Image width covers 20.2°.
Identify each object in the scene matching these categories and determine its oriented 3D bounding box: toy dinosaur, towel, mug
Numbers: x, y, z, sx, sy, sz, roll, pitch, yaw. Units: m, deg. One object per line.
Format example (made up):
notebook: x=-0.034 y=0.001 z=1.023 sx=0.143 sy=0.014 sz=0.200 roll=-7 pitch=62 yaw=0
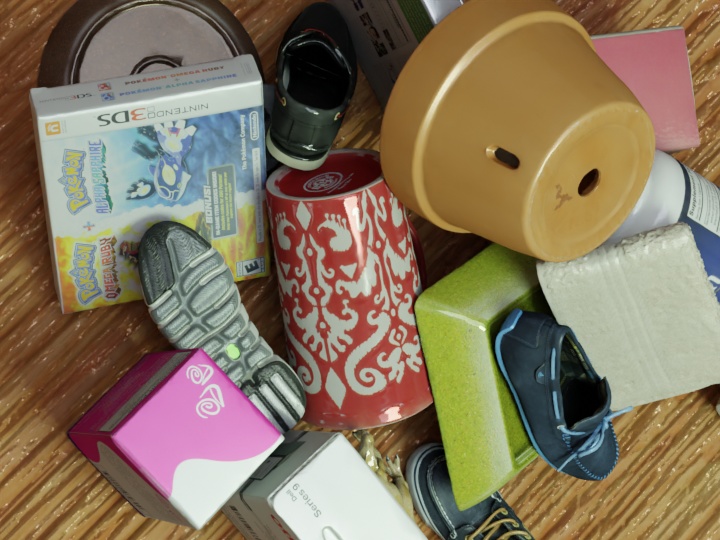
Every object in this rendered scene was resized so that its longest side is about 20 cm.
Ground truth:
toy dinosaur: x=0.025 y=0.198 z=1.697 sx=0.058 sy=0.101 sz=0.200 roll=-36 pitch=128 yaw=0
towel: x=0.234 y=0.040 z=1.680 sx=0.132 sy=0.035 sz=0.200 roll=-16 pitch=136 yaw=12
mug: x=-0.011 y=0.003 z=1.683 sx=0.132 sy=0.178 sz=0.201 roll=-9 pitch=115 yaw=2

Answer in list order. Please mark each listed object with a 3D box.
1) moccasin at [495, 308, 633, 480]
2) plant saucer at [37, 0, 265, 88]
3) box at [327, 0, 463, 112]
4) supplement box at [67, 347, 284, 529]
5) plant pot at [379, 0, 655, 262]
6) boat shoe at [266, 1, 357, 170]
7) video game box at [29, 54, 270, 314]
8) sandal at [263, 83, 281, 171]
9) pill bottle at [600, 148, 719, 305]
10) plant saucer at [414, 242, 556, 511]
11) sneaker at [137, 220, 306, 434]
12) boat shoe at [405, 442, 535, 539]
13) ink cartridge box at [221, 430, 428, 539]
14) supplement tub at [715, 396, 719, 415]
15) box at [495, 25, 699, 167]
moccasin: x=0.174 y=0.114 z=1.671 sx=0.200 sy=0.068 sz=0.081 roll=52 pitch=57 yaw=-42
plant saucer: x=-0.172 y=-0.152 z=1.709 sx=0.199 sy=0.034 sz=0.202 roll=1 pitch=86 yaw=-18
box: x=0.034 y=-0.208 z=1.689 sx=0.036 sy=0.200 sz=0.145 roll=-29 pitch=96 yaw=-16
supplement box: x=-0.151 y=0.133 z=1.613 sx=0.103 sy=0.200 sz=0.101 roll=-45 pitch=100 yaw=-14
plant pot: x=0.134 y=-0.099 z=1.569 sx=0.199 sy=0.140 sz=0.201 roll=-26 pitch=136 yaw=-28
boat shoe: x=-0.035 y=-0.167 z=1.684 sx=0.073 sy=0.063 sz=0.202 roll=16 pitch=38 yaw=-6
video game box: x=-0.166 y=-0.068 z=1.634 sx=0.181 sy=0.047 sz=0.201 roll=-10 pitch=129 yaw=-10
sandal: x=-0.135 y=-0.102 z=1.678 sx=0.199 sy=0.043 sz=0.077 roll=-19 pitch=93 yaw=-17
pill bottle: x=0.254 y=-0.035 z=1.706 sx=0.199 sy=0.111 sz=0.112 roll=28 pitch=79 yaw=-30
plant saucer: x=0.140 y=0.075 z=1.717 sx=0.200 sy=0.048 sz=0.201 roll=-34 pitch=119 yaw=-42
sneaker: x=-0.128 y=0.048 z=1.668 sx=0.075 sy=0.115 sz=0.201 roll=-34 pitch=101 yaw=-12
boat shoe: x=0.120 y=0.233 z=1.750 sx=0.071 sy=0.091 sz=0.201 roll=-38 pitch=98 yaw=-16
ink cartridge box: x=-0.029 y=0.209 z=1.647 sx=0.084 sy=0.200 sz=0.146 roll=-42 pitch=100 yaw=-16
supplement tub: x=0.417 y=0.062 z=1.825 sx=0.144 sy=0.145 sz=0.201 roll=31 pitch=78 yaw=-14
box: x=0.177 y=-0.143 z=1.768 sx=0.198 sy=0.128 sz=0.110 roll=-9 pitch=91 yaw=-17
